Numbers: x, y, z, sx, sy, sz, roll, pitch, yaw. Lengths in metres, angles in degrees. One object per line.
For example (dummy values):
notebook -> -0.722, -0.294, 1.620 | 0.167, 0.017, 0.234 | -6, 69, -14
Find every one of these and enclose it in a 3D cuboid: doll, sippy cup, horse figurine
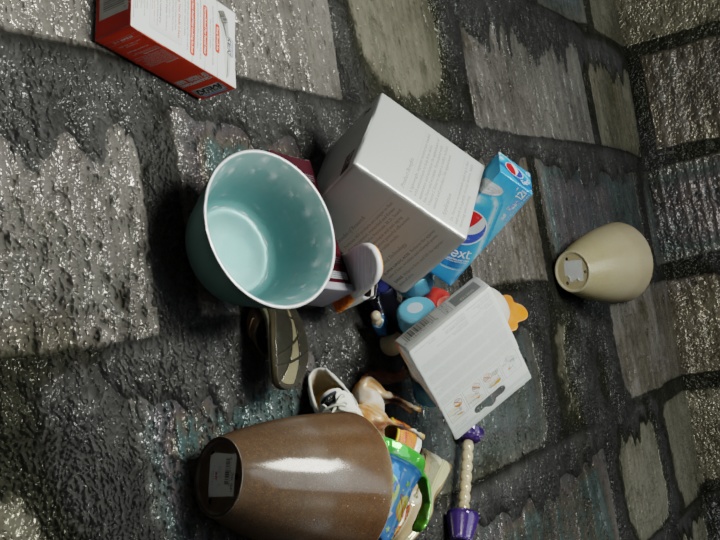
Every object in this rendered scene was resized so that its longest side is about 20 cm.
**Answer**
doll -> 0.030, 0.038, 1.746 | 0.137, 0.048, 0.202 | -52, 126, -66
sippy cup -> 0.011, 0.308, 1.552 | 0.140, 0.176, 0.132 | 83, 22, -65
horse figurine -> 0.031, 0.203, 1.643 | 0.132, 0.050, 0.201 | 28, 26, -15

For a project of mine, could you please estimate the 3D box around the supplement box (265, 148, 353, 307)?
supplement box -> -0.087, -0.056, 1.516 | 0.109, 0.060, 0.202 | 9, 59, -61

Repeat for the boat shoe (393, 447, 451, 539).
boat shoe -> 0.077, 0.353, 1.717 | 0.065, 0.072, 0.200 | 36, 43, -1

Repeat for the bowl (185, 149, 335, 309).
bowl -> -0.138, -0.037, 1.391 | 0.199, 0.105, 0.203 | 17, 63, -37

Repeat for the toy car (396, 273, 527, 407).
toy car -> 0.165, 0.087, 1.755 | 0.178, 0.198, 0.186 | -91, 170, -52

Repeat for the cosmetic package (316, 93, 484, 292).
cosmetic package -> 0.047, -0.111, 1.641 | 0.199, 0.165, 0.166 | 34, 46, -14

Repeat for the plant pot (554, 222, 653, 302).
plant pot -> 0.535, -0.009, 2.550 | 0.199, 0.186, 0.190 | -8, 87, -46

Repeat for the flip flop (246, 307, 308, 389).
flip flop -> -0.122, 0.064, 1.472 | 0.081, 0.057, 0.202 | 16, 52, -59

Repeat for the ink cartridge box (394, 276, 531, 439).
ink cartridge box -> 0.158, 0.132, 1.683 | 0.162, 0.050, 0.201 | -37, 127, -12

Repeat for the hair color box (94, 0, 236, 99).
hair color box -> -0.236, -0.301, 1.381 | 0.199, 0.063, 0.112 | 24, 59, -54

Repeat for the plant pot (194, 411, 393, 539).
plant pot -> -0.093, 0.254, 1.351 | 0.199, 0.186, 0.189 | 15, 66, -43

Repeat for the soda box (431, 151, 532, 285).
soda box -> 0.171, -0.077, 1.687 | 0.064, 0.200, 0.068 | 32, 29, -14

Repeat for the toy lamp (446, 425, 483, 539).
toy lamp -> 0.178, 0.361, 1.891 | 0.058, 0.058, 0.202 | 47, 42, -43

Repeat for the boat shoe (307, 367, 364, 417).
boat shoe -> -0.030, 0.193, 1.495 | 0.070, 0.070, 0.200 | 62, 0, -29

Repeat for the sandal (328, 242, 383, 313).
sandal -> 0.002, 0.008, 1.566 | 0.059, 0.206, 0.080 | -10, 83, -25

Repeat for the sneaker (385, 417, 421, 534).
sneaker -> 0.035, 0.313, 1.665 | 0.077, 0.073, 0.201 | 33, 45, -24
